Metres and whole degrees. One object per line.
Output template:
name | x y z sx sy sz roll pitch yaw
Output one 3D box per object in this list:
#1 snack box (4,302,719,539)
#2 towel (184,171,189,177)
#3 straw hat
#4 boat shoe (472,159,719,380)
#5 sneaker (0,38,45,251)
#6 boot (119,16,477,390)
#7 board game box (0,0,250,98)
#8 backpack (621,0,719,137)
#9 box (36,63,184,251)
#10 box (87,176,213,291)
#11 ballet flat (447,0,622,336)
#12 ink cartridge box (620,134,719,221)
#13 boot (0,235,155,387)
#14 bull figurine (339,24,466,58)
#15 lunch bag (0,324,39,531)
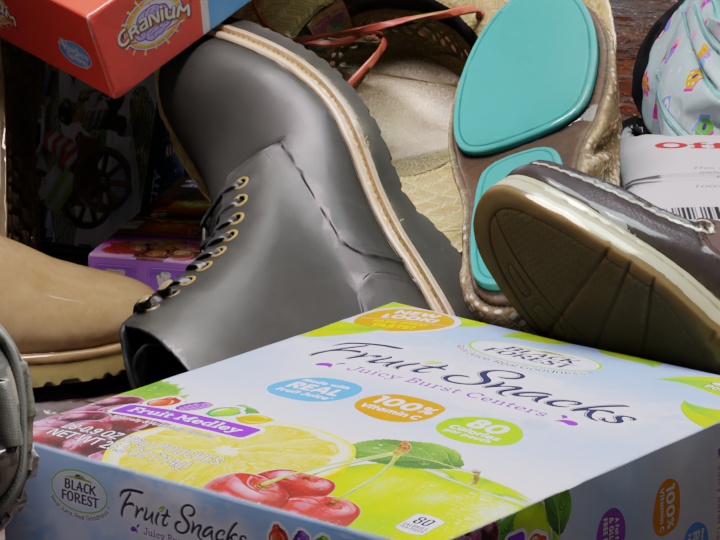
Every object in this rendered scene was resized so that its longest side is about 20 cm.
snack box | 0.015 0.072 0.913 0.168 0.068 0.200 11 17 36
towel | 0.001 -0.064 1.445 0.199 0.049 0.112 1 14 2
straw hat | 0.016 -0.070 1.226 0.200 0.202 0.085 5 -26 15
boat shoe | 0.131 0.021 0.980 0.200 0.073 0.065 35 57 9
sneaker | -0.185 -0.065 1.246 0.089 0.067 0.201 -9 58 9
boot | -0.052 -0.012 1.082 0.138 0.078 0.200 -16 51 -36
board game box | -0.108 -0.156 1.201 0.153 0.040 0.200 -38 42 -24
backpack | 0.200 -0.068 1.325 0.166 0.127 0.200 5 18 2
box | -0.138 -0.112 1.324 0.136 0.201 0.038 7 -2 24
box | 0.000 0.000 1.226 0.199 0.039 0.137 4 17 12
ballet flat | 0.070 -0.029 1.100 0.070 0.065 0.200 -14 35 19
ink cartridge box | 0.170 0.010 1.112 0.145 0.085 0.200 2 15 2
boot | -0.156 -0.056 1.114 0.174 0.201 0.066 -3 13 -16
bull figurine | 0.029 -0.075 1.316 0.121 0.200 0.065 -33 20 19
lunch bag | -0.199 0.035 0.882 0.167 0.140 0.200 -14 18 -18
